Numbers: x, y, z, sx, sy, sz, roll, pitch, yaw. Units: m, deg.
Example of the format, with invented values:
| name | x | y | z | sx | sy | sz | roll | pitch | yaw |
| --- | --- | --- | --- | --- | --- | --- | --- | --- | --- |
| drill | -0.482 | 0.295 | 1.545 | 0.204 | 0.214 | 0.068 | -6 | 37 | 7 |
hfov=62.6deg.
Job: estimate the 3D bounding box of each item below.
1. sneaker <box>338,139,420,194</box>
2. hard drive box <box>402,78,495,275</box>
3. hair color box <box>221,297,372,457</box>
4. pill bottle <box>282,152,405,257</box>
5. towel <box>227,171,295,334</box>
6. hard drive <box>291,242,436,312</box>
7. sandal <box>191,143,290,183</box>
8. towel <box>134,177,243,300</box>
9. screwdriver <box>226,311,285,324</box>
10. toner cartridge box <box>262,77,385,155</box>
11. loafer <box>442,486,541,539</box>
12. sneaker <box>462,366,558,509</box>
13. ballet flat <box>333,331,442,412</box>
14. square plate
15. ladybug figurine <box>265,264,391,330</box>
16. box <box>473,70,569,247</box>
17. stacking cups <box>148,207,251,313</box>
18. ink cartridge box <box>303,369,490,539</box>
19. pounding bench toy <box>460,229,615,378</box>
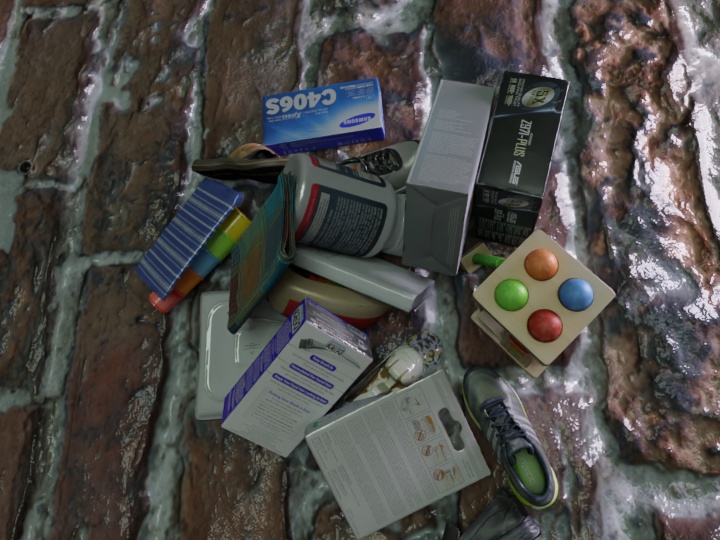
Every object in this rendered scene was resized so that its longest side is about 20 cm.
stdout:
| name | x | y | z | sx | sy | sz | roll | pitch | yaw |
| --- | --- | --- | --- | --- | --- | --- | --- | --- | --- |
| sneaker | 0.016 | -0.149 | 0.922 | 0.199 | 0.079 | 0.074 | -25 | 69 | 0 |
| hard drive box | 0.116 | -0.122 | 0.779 | 0.076 | 0.156 | 0.201 | 13 | 54 | 11 |
| hair color box | -0.087 | 0.147 | 0.796 | 0.109 | 0.065 | 0.200 | 33 | 110 | -22 |
| pill bottle | -0.015 | -0.083 | 0.848 | 0.199 | 0.119 | 0.121 | 13 | 72 | -25 |
| towel | -0.140 | -0.021 | 0.807 | 0.022 | 0.200 | 0.148 | 15 | 51 | -27 |
| hard drive | 0.000 | 0.000 | 0.855 | 0.199 | 0.132 | 0.027 | 22 | 106 | 16 |
| sandal | -0.181 | -0.178 | 0.968 | 0.198 | 0.082 | 0.055 | 4 | 82 | 19 |
| towel | -0.272 | -0.056 | 0.939 | 0.201 | 0.024 | 0.144 | -55 | 39 | -7 |
| screwdriver | -0.098 | 0.084 | 0.871 | 0.198 | 0.028 | 0.029 | 6 | 100 | -4 |
| toner cartridge box | -0.062 | -0.254 | 0.986 | 0.198 | 0.043 | 0.096 | -8 | 73 | 8 |
| loafer | 0.129 | 0.357 | 0.757 | 0.199 | 0.073 | 0.073 | -28 | 61 | -9 |
| sneaker | 0.199 | 0.214 | 0.776 | 0.074 | 0.081 | 0.201 | -30 | 70 | 0 |
| ballet flat | 0.039 | 0.161 | 0.829 | 0.200 | 0.072 | 0.072 | -43 | 71 | -5 |
| square plate | -0.157 | 0.119 | 0.898 | 0.198 | 0.028 | 0.200 | -5 | 72 | 9 |
| ladybug figurine | -0.051 | 0.039 | 0.851 | 0.198 | 0.136 | 0.072 | 15 | 106 | -9 |
| box | 0.217 | -0.143 | 0.819 | 0.085 | 0.200 | 0.165 | 14 | 76 | 14 |
| stacking cups | -0.250 | -0.014 | 0.942 | 0.060 | 0.061 | 0.200 | 39 | 86 | 18 |
| ink cartridge box | 0.048 | 0.238 | 0.784 | 0.199 | 0.050 | 0.162 | -26 | 97 | -3 |
| pounding bench toy | 0.208 | 0.022 | 0.794 | 0.124 | 0.156 | 0.200 | -44 | 71 | -5 |
